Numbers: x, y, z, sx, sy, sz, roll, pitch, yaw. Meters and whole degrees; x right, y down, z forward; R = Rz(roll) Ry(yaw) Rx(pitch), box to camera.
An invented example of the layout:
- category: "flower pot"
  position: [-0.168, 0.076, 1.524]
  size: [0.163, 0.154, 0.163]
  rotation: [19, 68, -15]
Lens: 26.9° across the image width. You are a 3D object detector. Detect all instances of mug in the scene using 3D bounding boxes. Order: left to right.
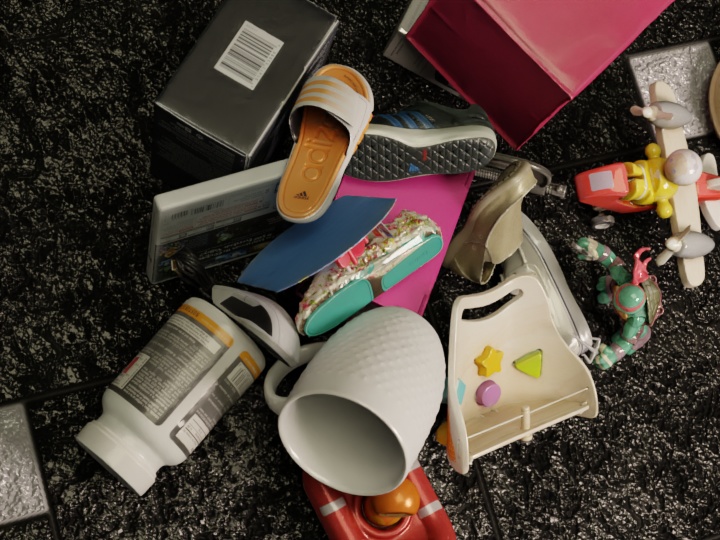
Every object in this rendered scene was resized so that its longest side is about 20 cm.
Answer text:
- category: "mug"
  position: [-0.009, 0.124, 1.606]
  size: [0.199, 0.148, 0.176]
  rotation: [5, 39, 25]

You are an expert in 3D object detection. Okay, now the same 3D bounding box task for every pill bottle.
- category: "pill bottle"
  position: [-0.205, 0.136, 1.616]
  size: [0.116, 0.116, 0.200]
  rotation: [42, 75, 0]

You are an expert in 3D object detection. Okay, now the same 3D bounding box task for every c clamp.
- category: "c clamp"
  position: [0.152, -0.118, 1.783]
  size: [0.199, 0.171, 0.027]
  rotation: [15, 85, 4]

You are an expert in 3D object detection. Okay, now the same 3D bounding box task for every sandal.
- category: "sandal"
  position: [-0.039, -0.145, 1.574]
  size: [0.079, 0.059, 0.207]
  rotation: [8, 58, 12]

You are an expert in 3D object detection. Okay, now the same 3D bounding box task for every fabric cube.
- category: "fabric cube"
  position: [0.204, -0.295, 1.711]
  size: [0.199, 0.200, 0.196]
  rotation: [-43, 90, -18]

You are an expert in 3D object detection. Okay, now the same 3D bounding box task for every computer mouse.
- category: "computer mouse"
  position: [-0.122, 0.040, 1.621]
  size: [0.044, 0.110, 0.200]
  rotation: [-48, 49, -9]

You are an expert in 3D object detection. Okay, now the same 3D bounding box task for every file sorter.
- category: "file sorter"
  position: [0.022, -0.045, 1.725]
  size: [0.139, 0.125, 0.201]
  rotation: [24, 71, -8]

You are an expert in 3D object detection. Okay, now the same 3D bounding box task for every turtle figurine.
- category: "turtle figurine"
  position: [0.299, 0.039, 1.733]
  size: [0.100, 0.200, 0.150]
  rotation: [-2, 82, 14]

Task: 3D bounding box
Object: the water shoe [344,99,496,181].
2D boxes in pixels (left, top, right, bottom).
- category: "water shoe"
  position: [0.049, -0.147, 1.665]
  size: [0.199, 0.072, 0.079]
  rotation: [1, 43, -8]

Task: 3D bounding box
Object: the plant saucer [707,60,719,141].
- category: "plant saucer"
  position: [0.539, -0.206, 1.955]
  size: [0.199, 0.029, 0.201]
  rotation: [4, 75, -14]

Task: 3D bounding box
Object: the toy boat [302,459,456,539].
- category: "toy boat"
  position: [0.029, 0.258, 1.639]
  size: [0.130, 0.131, 0.200]
  rotation: [-26, 83, -19]

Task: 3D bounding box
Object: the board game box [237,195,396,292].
- category: "board game box"
  position: [-0.039, -0.016, 1.568]
  size: [0.158, 0.200, 0.039]
  rotation: [-39, 108, -17]

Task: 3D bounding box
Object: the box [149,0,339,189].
- category: "box"
  position: [-0.134, -0.193, 1.683]
  size: [0.124, 0.197, 0.200]
  rotation: [30, 69, 2]

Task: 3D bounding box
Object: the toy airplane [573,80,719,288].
- category: "toy airplane"
  position: [0.383, -0.107, 1.827]
  size: [0.200, 0.141, 0.199]
  rotation: [41, 69, 0]

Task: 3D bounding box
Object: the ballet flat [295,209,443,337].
- category: "ballet flat"
  position: [0.000, 0.000, 1.613]
  size: [0.200, 0.076, 0.064]
  rotation: [-32, 57, -22]

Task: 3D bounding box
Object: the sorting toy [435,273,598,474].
- category: "sorting toy"
  position: [0.156, 0.102, 1.680]
  size: [0.199, 0.107, 0.181]
  rotation: [-18, 112, -32]

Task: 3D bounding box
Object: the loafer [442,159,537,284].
- category: "loafer"
  position: [0.158, -0.053, 1.724]
  size: [0.068, 0.200, 0.076]
  rotation: [39, 55, 4]

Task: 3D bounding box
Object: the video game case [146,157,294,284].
- category: "video game case"
  position: [-0.136, -0.059, 1.657]
  size: [0.199, 0.182, 0.023]
  rotation: [-18, 68, -18]

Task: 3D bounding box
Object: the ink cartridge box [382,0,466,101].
- category: "ink cartridge box"
  position: [0.150, -0.288, 1.847]
  size: [0.200, 0.084, 0.145]
  rotation: [28, 71, -6]

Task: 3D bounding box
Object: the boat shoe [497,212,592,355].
- category: "boat shoe"
  position: [0.198, 0.020, 1.785]
  size: [0.070, 0.071, 0.201]
  rotation: [-27, 89, -22]
